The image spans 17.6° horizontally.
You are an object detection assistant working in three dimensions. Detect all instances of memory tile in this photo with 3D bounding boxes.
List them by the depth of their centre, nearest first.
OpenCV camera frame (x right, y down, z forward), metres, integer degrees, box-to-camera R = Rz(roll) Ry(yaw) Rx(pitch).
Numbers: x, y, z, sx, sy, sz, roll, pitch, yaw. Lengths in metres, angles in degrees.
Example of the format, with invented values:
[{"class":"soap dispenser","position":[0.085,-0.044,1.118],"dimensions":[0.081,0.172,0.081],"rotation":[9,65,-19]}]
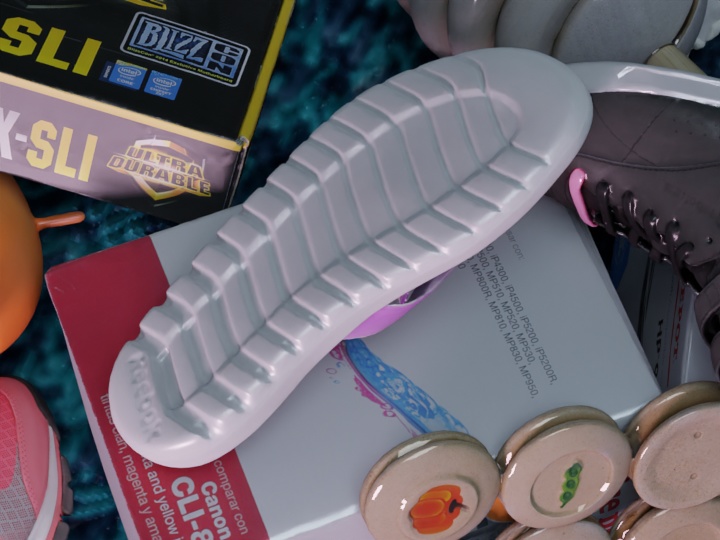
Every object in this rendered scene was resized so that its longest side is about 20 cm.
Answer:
[{"class":"memory tile","position":[0.066,0.128,0.861],"dimensions":[0.153,0.201,0.017],"rotation":[-9,40,-18]}]

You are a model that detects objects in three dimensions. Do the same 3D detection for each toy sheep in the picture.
[{"class":"toy sheep","position":[0.078,-0.129,0.910],"dimensions":[0.138,0.138,0.200],"rotation":[-31,53,-10]}]

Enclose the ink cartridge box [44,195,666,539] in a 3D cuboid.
[{"class":"ink cartridge box","position":[0.001,0.059,0.904],"dimensions":[0.199,0.145,0.145],"rotation":[-19,59,-8]}]

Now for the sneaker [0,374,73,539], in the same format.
[{"class":"sneaker","position":[-0.178,0.119,0.900],"dimensions":[0.087,0.074,0.201],"rotation":[43,55,-38]}]

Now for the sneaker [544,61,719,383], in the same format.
[{"class":"sneaker","position":[0.116,-0.010,0.812],"dimensions":[0.199,0.071,0.100],"rotation":[10,69,21]}]

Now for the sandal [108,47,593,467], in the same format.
[{"class":"sandal","position":[-0.003,-0.005,0.824],"dimensions":[0.202,0.050,0.083],"rotation":[-37,55,2]}]

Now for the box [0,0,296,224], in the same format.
[{"class":"box","position":[-0.132,-0.101,0.939],"dimensions":[0.199,0.049,0.160],"rotation":[17,36,-2]}]

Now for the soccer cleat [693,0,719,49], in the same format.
[{"class":"soccer cleat","position":[0.136,-0.122,1.014],"dimensions":[0.199,0.070,0.087],"rotation":[-12,90,-2]}]

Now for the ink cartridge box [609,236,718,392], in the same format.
[{"class":"ink cartridge box","position":[0.149,0.009,0.918],"dimensions":[0.066,0.200,0.116],"rotation":[10,79,-5]}]

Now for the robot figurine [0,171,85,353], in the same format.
[{"class":"robot figurine","position":[-0.212,0.010,0.921],"dimensions":[0.200,0.144,0.117],"rotation":[-34,97,-18]}]
